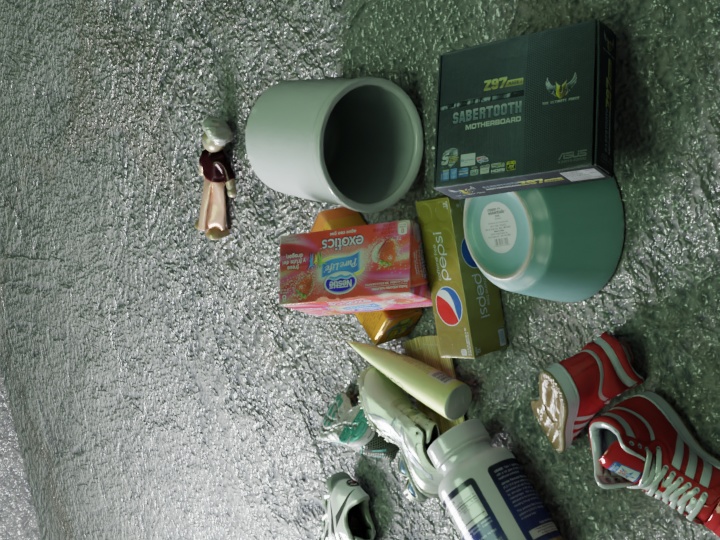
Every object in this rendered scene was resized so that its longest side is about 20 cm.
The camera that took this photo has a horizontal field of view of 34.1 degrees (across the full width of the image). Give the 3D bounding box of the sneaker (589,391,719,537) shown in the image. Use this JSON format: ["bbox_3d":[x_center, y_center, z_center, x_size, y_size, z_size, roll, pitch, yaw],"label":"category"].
[{"bbox_3d":[0.320,0.219,1.221,0.200,0.111,0.072,50,137,33],"label":"sneaker"}]

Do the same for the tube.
[{"bbox_3d":[0.066,0.140,1.586,0.199,0.052,0.059,28,142,45],"label":"tube"}]

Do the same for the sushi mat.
[{"bbox_3d":[0.109,0.188,1.603,0.095,0.012,0.204,-12,90,57],"label":"sushi mat"}]

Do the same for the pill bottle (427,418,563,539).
[{"bbox_3d":[0.166,0.293,1.474,0.202,0.110,0.111,60,141,23],"label":"pill bottle"}]

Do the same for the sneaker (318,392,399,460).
[{"bbox_3d":[0.001,0.238,1.718,0.078,0.091,0.200,-59,16,-5],"label":"sneaker"}]

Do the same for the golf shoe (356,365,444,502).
[{"bbox_3d":[0.071,0.209,1.596,0.097,0.078,0.202,-42,74,47],"label":"golf shoe"}]

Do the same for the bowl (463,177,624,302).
[{"bbox_3d":[0.192,-0.054,1.336,0.200,0.104,0.205,21,118,48],"label":"bowl"}]

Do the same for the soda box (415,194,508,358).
[{"bbox_3d":[0.127,0.005,1.477,0.067,0.063,0.204,-3,97,53],"label":"soda box"}]

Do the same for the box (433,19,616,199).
[{"bbox_3d":[0.174,-0.168,1.257,0.197,0.051,0.161,-5,74,36],"label":"box"}]

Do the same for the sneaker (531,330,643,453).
[{"bbox_3d":[0.259,0.139,1.347,0.072,0.111,0.201,56,170,22],"label":"sneaker"}]

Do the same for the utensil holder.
[{"bbox_3d":[-0.041,-0.172,1.568,0.199,0.168,0.173,12,111,53],"label":"utensil holder"}]

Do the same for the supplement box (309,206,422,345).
[{"bbox_3d":[0.004,0.005,1.646,0.201,0.066,0.069,56,140,28],"label":"supplement box"}]

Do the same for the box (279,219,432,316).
[{"bbox_3d":[0.000,0.000,1.541,0.197,0.102,0.097,-6,77,28],"label":"box"}]

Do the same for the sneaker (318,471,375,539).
[{"bbox_3d":[-0.018,0.419,1.798,0.088,0.073,0.204,22,118,51],"label":"sneaker"}]

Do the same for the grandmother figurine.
[{"bbox_3d":[-0.241,-0.155,1.946,0.120,0.060,0.203,26,124,37],"label":"grandmother figurine"}]
